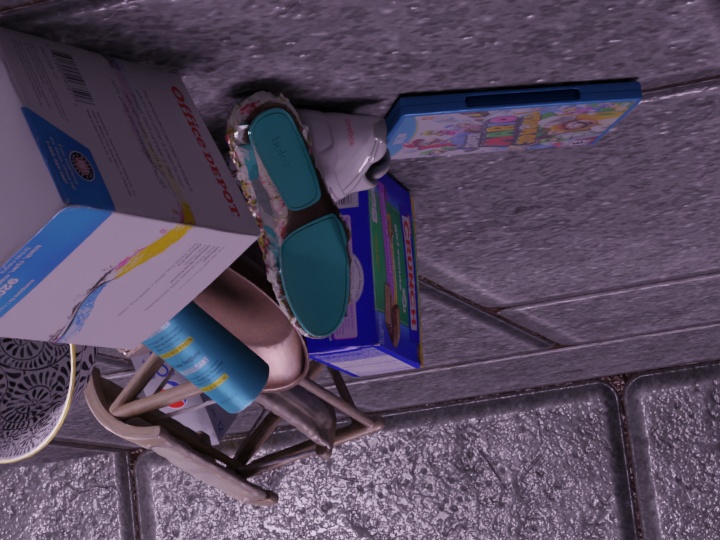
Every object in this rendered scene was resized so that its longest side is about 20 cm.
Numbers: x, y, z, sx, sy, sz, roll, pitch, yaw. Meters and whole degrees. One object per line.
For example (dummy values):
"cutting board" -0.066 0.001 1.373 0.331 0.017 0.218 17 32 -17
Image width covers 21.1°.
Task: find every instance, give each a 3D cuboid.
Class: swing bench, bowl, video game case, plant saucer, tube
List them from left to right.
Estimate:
"bowl" -0.264 0.036 1.468 0.200 0.202 0.094 -14 -174 35
"tube" -0.158 0.035 1.526 0.077 0.051 0.200 -33 119 32
"plant saucer" -0.126 0.026 1.575 0.199 0.037 0.201 19 148 12
"swing bench" -0.121 0.124 1.829 0.199 0.130 0.199 -37 142 14
"video game case" 0.116 -0.122 1.591 0.198 0.018 0.143 -5 170 -11

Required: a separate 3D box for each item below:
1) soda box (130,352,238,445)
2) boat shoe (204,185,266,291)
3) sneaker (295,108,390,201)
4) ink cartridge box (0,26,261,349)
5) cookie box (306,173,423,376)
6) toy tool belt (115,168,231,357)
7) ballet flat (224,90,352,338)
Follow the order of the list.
"soda box" -0.192 0.080 1.973 0.063 0.201 0.068 -11 -158 23
"boat shoe" -0.127 -0.053 1.556 0.071 0.060 0.201 0 140 31
"sneaker" -0.027 -0.078 1.582 0.098 0.079 0.200 -6 171 -17
"ink cartridge box" -0.199 -0.049 1.305 0.144 0.148 0.199 -39 154 25
"cookie box" 0.000 0.000 1.755 0.074 0.173 0.200 -6 171 12
"toy tool belt" -0.188 -0.012 1.681 0.122 0.126 0.201 12 139 -14
"ballet flat" -0.054 -0.047 1.478 0.075 0.202 0.064 -21 -157 -18
